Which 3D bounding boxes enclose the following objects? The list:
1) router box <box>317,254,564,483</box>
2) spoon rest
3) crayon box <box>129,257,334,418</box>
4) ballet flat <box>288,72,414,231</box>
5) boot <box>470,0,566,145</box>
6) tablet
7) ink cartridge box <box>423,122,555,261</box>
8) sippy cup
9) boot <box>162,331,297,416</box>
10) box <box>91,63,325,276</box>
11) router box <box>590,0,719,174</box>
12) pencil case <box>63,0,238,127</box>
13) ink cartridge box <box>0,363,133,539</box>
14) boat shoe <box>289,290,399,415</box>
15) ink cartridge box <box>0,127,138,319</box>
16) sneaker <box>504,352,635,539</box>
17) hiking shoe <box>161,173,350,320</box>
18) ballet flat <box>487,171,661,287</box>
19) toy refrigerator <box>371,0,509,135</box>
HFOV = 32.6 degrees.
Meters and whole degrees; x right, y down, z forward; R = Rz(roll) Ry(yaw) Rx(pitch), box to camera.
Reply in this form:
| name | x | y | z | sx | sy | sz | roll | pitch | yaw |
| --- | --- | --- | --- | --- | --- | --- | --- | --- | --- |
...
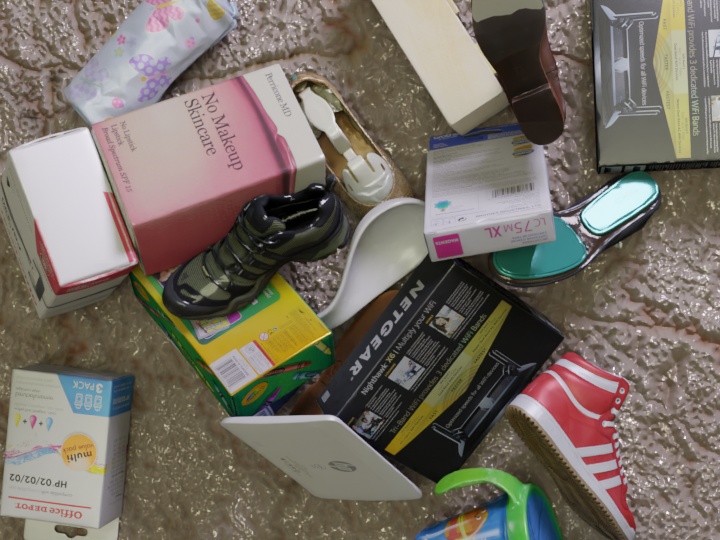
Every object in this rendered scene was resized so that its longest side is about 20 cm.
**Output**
| name | x | y | z | sx | sy | sz | roll | pitch | yaw |
| --- | --- | --- | --- | --- | --- | --- | --- | --- | --- |
| router box | 0.079 | 0.097 | 1.216 | 0.157 | 0.052 | 0.200 | 33 | 100 | -29 |
| spoon rest | 0.000 | 0.000 | 1.257 | 0.200 | 0.099 | 0.061 | -40 | 48 | 17 |
| crayon box | -0.131 | 0.042 | 1.231 | 0.119 | 0.058 | 0.200 | -31 | 58 | -20 |
| ballet flat | -0.015 | -0.121 | 1.270 | 0.070 | 0.065 | 0.200 | -40 | 85 | 5 |
| boot | 0.150 | -0.223 | 1.165 | 0.064 | 0.200 | 0.187 | -12 | 108 | 12 |
| tablet | -0.035 | 0.187 | 1.209 | 0.130 | 0.200 | 0.014 | -5 | 59 | 28 |
| ink cartridge box | 0.124 | -0.082 | 1.202 | 0.119 | 0.200 | 0.042 | -9 | 123 | 10 |
| sippy cup | 0.128 | 0.292 | 1.227 | 0.130 | 0.140 | 0.178 | -18 | 68 | 20 |
| boot | -0.140 | 0.067 | 1.302 | 0.090 | 0.073 | 0.200 | -41 | 76 | -18 |
| box | -0.148 | -0.100 | 1.222 | 0.200 | 0.109 | 0.128 | -21 | 65 | -12 |
| router box | 0.309 | -0.200 | 1.215 | 0.157 | 0.052 | 0.201 | -1 | 86 | 9 |
| pencil case | -0.220 | -0.225 | 1.293 | 0.091 | 0.083 | 0.200 | 43 | 96 | 13 |
| ink cartridge box | -0.317 | 0.208 | 1.324 | 0.115 | 0.068 | 0.201 | 5 | 92 | 10 |
| boat shoe | 0.001 | 0.113 | 1.276 | 0.070 | 0.070 | 0.200 | 32 | 100 | -31 |
| ink cartridge box | -0.302 | -0.042 | 1.246 | 0.085 | 0.200 | 0.146 | -20 | 86 | -21 |
| sneaker | 0.238 | 0.173 | 1.229 | 0.112 | 0.071 | 0.200 | -44 | 110 | -22 |
| hiking shoe | -0.107 | -0.029 | 1.179 | 0.200 | 0.101 | 0.076 | -31 | 58 | -12 |
| ballet flat | 0.209 | -0.030 | 1.210 | 0.200 | 0.073 | 0.073 | -29 | 86 | -16 |
| toy refrigerator | 0.073 | -0.241 | 1.240 | 0.070 | 0.076 | 0.200 | -32 | 81 | 11 |
